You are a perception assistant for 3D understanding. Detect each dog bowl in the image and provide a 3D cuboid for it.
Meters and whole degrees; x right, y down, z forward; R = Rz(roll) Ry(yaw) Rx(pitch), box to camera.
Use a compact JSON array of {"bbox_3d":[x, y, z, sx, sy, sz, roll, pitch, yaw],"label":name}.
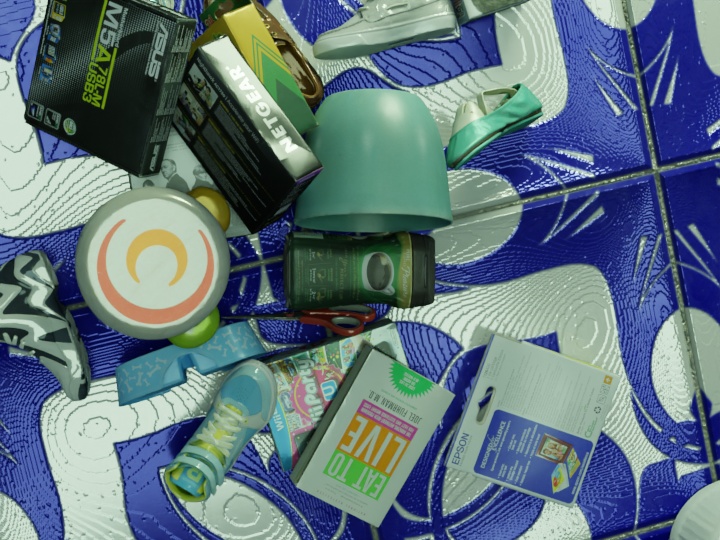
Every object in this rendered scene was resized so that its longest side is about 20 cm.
[{"bbox_3d":[-0.222,0.118,1.421,0.200,0.111,0.050,-20,84,-7],"label":"dog bowl"}]

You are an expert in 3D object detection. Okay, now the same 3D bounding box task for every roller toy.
[{"bbox_3d":[-0.257,-0.013,1.364,0.182,0.140,0.200,9,91,-15],"label":"roller toy"}]

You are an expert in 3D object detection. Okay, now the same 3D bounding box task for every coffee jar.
[{"bbox_3d":[0.000,0.000,1.455,0.200,0.085,0.105,0,94,-8],"label":"coffee jar"}]

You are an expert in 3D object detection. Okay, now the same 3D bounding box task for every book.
[{"bbox_3d":[0.016,0.215,1.437,0.133,0.048,0.200,30,89,-15],"label":"book"}]

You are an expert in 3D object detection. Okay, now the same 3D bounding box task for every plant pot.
[{"bbox_3d":[0.016,-0.138,1.399,0.200,0.201,0.161,1,85,-9],"label":"plant pot"}]

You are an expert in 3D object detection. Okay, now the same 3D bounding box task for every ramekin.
[{"bbox_3d":[0.549,0.403,1.565,0.200,0.098,0.201,-1,94,-8],"label":"ramekin"}]

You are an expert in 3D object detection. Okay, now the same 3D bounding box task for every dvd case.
[{"bbox_3d":[-0.227,-0.134,1.441,0.150,0.025,0.200,-9,95,-8],"label":"dvd case"}]

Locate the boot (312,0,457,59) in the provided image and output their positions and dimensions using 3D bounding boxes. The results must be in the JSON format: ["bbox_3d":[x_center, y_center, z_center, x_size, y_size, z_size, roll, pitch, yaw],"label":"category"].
[{"bbox_3d":[0.023,-0.340,1.449,0.200,0.074,0.096,-16,90,-16],"label":"boot"}]

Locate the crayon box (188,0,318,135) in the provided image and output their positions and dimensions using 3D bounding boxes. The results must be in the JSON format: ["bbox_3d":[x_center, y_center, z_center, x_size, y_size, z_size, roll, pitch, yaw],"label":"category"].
[{"bbox_3d":[-0.145,-0.241,1.372,0.051,0.127,0.200,-32,96,-32],"label":"crayon box"}]

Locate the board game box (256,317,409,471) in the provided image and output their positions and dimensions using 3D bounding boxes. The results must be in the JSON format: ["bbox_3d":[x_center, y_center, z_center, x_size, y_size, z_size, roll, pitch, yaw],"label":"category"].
[{"bbox_3d":[-0.031,0.164,1.474,0.200,0.064,0.148,-18,97,-6],"label":"board game box"}]

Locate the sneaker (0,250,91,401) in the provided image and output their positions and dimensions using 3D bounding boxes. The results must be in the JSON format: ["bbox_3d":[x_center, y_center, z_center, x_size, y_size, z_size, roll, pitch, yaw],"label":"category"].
[{"bbox_3d":[-0.428,0.086,1.398,0.129,0.079,0.199,-21,97,-6],"label":"sneaker"}]

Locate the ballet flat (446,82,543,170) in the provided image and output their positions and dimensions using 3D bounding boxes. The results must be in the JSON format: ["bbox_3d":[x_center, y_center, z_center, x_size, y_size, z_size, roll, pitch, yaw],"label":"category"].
[{"bbox_3d":[0.162,-0.195,1.448,0.200,0.067,0.070,-34,87,-39],"label":"ballet flat"}]

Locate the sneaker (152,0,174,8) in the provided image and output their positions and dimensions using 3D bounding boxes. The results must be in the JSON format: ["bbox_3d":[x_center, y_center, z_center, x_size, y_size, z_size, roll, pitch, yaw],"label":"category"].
[{"bbox_3d":[-0.266,-0.328,1.384,0.077,0.086,0.200,-12,88,-7],"label":"sneaker"}]

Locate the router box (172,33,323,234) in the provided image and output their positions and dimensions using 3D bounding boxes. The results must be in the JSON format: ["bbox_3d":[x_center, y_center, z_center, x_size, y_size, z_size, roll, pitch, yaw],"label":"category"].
[{"bbox_3d":[-0.147,-0.161,1.344,0.051,0.149,0.200,-34,86,-35],"label":"router box"}]

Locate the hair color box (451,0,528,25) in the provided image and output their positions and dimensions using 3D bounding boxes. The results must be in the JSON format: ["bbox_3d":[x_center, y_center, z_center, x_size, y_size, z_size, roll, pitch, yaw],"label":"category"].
[{"bbox_3d":[0.150,-0.437,1.459,0.099,0.061,0.200,-20,98,-7],"label":"hair color box"}]

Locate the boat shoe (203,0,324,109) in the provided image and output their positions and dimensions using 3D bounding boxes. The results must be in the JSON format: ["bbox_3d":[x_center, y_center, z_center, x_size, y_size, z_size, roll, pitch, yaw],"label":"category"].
[{"bbox_3d":[-0.119,-0.290,1.424,0.072,0.068,0.200,-45,99,-3],"label":"boat shoe"}]

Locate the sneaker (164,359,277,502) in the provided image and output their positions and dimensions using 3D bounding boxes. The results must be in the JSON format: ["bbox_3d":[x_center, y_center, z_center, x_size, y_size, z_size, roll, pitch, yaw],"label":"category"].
[{"bbox_3d":[-0.176,0.212,1.386,0.079,0.131,0.200,30,117,4],"label":"sneaker"}]

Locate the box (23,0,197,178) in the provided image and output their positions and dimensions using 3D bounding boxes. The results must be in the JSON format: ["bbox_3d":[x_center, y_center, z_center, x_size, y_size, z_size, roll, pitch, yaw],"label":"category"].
[{"bbox_3d":[-0.306,-0.239,1.340,0.193,0.047,0.200,27,111,22],"label":"box"}]

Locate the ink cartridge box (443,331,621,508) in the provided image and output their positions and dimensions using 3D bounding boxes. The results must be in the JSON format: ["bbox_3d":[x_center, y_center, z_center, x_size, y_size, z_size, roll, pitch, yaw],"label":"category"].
[{"bbox_3d":[0.234,0.204,1.530,0.200,0.047,0.198,20,92,-8],"label":"ink cartridge box"}]

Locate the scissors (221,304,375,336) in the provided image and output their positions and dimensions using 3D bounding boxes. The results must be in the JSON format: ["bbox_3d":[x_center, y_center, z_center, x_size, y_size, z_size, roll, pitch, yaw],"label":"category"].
[{"bbox_3d":[-0.081,0.059,1.478,0.200,0.073,0.014,5,121,13],"label":"scissors"}]
